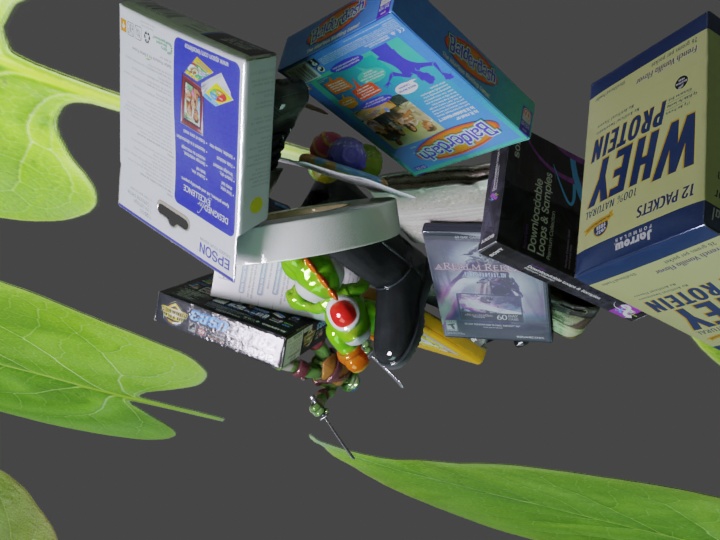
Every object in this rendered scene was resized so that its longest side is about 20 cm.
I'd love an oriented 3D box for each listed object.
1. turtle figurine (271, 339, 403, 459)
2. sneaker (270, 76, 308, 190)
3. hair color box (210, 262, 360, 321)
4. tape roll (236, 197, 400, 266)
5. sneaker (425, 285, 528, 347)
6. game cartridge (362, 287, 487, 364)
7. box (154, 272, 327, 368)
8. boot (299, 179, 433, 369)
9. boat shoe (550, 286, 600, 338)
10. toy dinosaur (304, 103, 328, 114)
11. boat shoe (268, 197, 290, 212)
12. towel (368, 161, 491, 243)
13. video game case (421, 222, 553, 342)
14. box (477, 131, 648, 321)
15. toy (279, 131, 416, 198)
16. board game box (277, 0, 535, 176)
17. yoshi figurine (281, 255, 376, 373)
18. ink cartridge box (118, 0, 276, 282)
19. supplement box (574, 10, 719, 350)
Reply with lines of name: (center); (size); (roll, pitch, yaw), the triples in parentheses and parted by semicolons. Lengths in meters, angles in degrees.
turtle figurine: (-0.043, 0.171, 1.474); (0.144, 0.201, 0.193); (-41, 127, 18)
sneaker: (-0.101, -0.110, 0.831); (0.066, 0.091, 0.199); (-23, 177, -42)
hair color box: (-0.094, 0.001, 1.176); (0.198, 0.061, 0.100); (12, 113, -1)
tape roll: (-0.060, -0.041, 0.875); (0.200, 0.037, 0.203); (-8, -172, 1)
sneaker: (0.153, 0.056, 1.198); (0.198, 0.091, 0.067); (13, 154, -2)
game cartridge: (0.063, 0.075, 1.285); (0.199, 0.033, 0.176); (29, 170, -34)
box: (-0.149, 0.057, 1.216); (0.198, 0.050, 0.198); (18, -164, 17)
boot: (0.000, -0.001, 1.033); (0.065, 0.166, 0.200); (-14, 137, 37)
boat shoe: (0.217, 0.012, 1.118); (0.199, 0.074, 0.065); (28, 125, -14)
toy dinosaur: (-0.121, -0.159, 0.932); (0.105, 0.061, 0.200); (8, 160, -24)
boat shoe: (-0.166, -0.094, 1.063); (0.084, 0.069, 0.200); (8, 162, 39)
towel: (0.122, -0.073, 1.011); (0.198, 0.035, 0.133); (-3, 150, 29)
video game case: (0.160, 0.018, 1.068); (0.141, 0.019, 0.201); (2, 139, 18)
box: (0.215, -0.049, 0.890); (0.198, 0.144, 0.036); (21, 152, -20)
toy: (-0.018, -0.113, 0.890); (0.114, 0.048, 0.200); (15, -179, -15)
board game box: (0.045, -0.172, 0.822); (0.151, 0.045, 0.199); (-13, 144, 44)
yoshi figurine: (-0.036, 0.027, 1.114); (0.111, 0.113, 0.201); (-6, 129, 42)
ink cartridge box: (-0.154, -0.121, 0.792); (0.197, 0.047, 0.202); (30, 127, 36)
supplement box: (0.306, -0.065, 0.746); (0.199, 0.202, 0.134); (23, 152, -24)
